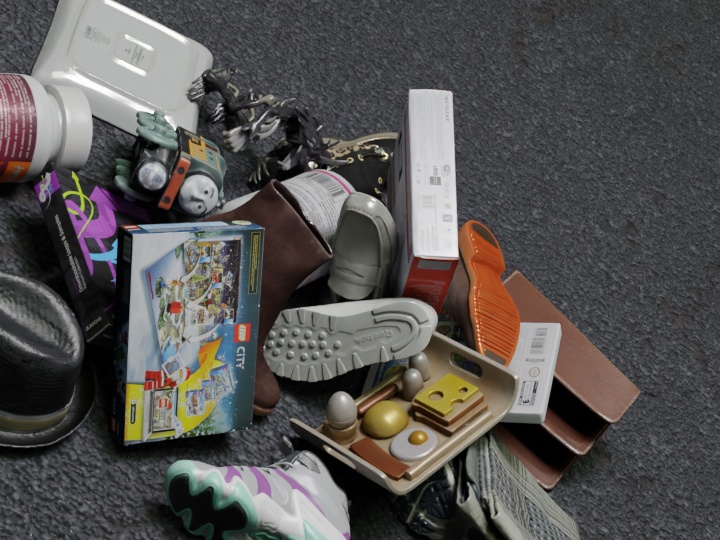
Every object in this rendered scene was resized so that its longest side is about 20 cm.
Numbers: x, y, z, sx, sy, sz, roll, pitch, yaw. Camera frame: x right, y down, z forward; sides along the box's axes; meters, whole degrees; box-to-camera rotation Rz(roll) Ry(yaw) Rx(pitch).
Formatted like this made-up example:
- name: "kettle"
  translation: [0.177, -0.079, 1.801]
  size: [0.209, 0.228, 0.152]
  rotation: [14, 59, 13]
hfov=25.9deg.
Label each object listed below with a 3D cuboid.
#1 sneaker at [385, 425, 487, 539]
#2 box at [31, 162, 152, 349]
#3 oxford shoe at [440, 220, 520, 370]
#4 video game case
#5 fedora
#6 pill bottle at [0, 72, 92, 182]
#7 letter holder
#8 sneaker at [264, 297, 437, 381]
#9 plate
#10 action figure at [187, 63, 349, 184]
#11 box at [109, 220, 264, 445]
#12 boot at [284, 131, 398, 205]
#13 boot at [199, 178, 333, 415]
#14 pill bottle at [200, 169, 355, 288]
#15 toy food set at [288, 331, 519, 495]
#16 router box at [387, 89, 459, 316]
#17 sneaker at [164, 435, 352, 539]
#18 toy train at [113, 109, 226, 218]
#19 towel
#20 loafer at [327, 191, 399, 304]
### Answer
- name: "sneaker"
  translation: [0.097, 0.247, 1.603]
  size: [0.201, 0.078, 0.086]
  rotation: [57, 24, 17]
- name: "box"
  translation: [-0.241, -0.002, 1.553]
  size: [0.143, 0.036, 0.201]
  rotation: [24, 37, -54]
- name: "oxford shoe"
  translation: [0.123, 0.040, 1.704]
  size: [0.071, 0.073, 0.201]
  rotation: [31, 36, -29]
- name: "video game case"
  translation: [0.108, 0.106, 1.676]
  size: [0.198, 0.018, 0.144]
  rotation: [1, 39, 17]
- name: "fedora"
  translation: [-0.320, 0.061, 1.421]
  size: [0.199, 0.092, 0.202]
  rotation: [22, 41, -21]
- name: "pill bottle"
  translation: [-0.375, -0.143, 1.562]
  size: [0.198, 0.110, 0.110]
  rotation: [0, 52, -37]
- name: "letter holder"
  translation: [0.190, 0.125, 1.756]
  size: [0.200, 0.101, 0.142]
  rotation: [45, 41, 7]
- name: "sneaker"
  translation: [-0.018, 0.066, 1.628]
  size: [0.197, 0.077, 0.081]
  rotation: [-4, 11, 10]
- name: "plate"
  translation: [-0.266, -0.241, 1.805]
  size: [0.198, 0.032, 0.201]
  rotation: [25, 42, -16]
- name: "action figure"
  translation: [-0.106, -0.152, 1.766]
  size: [0.102, 0.119, 0.199]
  rotation: [-47, 53, -11]
- name: "box"
  translation: [-0.163, 0.057, 1.470]
  size: [0.135, 0.203, 0.038]
  rotation: [-4, 15, -32]
- name: "boot"
  translation: [0.015, -0.087, 1.843]
  size: [0.198, 0.073, 0.152]
  rotation: [-1, 52, -34]
- name: "boot"
  translation: [-0.094, 0.030, 1.538]
  size: [0.201, 0.165, 0.072]
  rotation: [56, 19, -10]
- name: "pill bottle"
  translation: [-0.093, -0.031, 1.672]
  size: [0.114, 0.114, 0.199]
  rotation: [50, 40, 14]
- name: "toy food set"
  translation: [0.045, 0.134, 1.580]
  size: [0.199, 0.061, 0.143]
  rotation: [-33, 39, -31]
- name: "router box"
  translation: [0.065, -0.062, 1.683]
  size: [0.048, 0.180, 0.202]
  rotation: [2, 64, -6]
- name: "sneaker"
  translation: [-0.092, 0.203, 1.486]
  size: [0.199, 0.078, 0.141]
  rotation: [35, 36, -20]
- name: "toy train"
  translation: [-0.196, -0.109, 1.650]
  size: [0.113, 0.086, 0.200]
  rotation: [24, 10, -13]
- name: "towel"
  translation: [0.169, 0.249, 1.596]
  size: [0.200, 0.034, 0.193]
  rotation: [48, 20, -15]
- name: "loafer"
  translation: [0.000, 0.000, 1.658]
  size: [0.069, 0.201, 0.070]
  rotation: [19, 52, 18]
